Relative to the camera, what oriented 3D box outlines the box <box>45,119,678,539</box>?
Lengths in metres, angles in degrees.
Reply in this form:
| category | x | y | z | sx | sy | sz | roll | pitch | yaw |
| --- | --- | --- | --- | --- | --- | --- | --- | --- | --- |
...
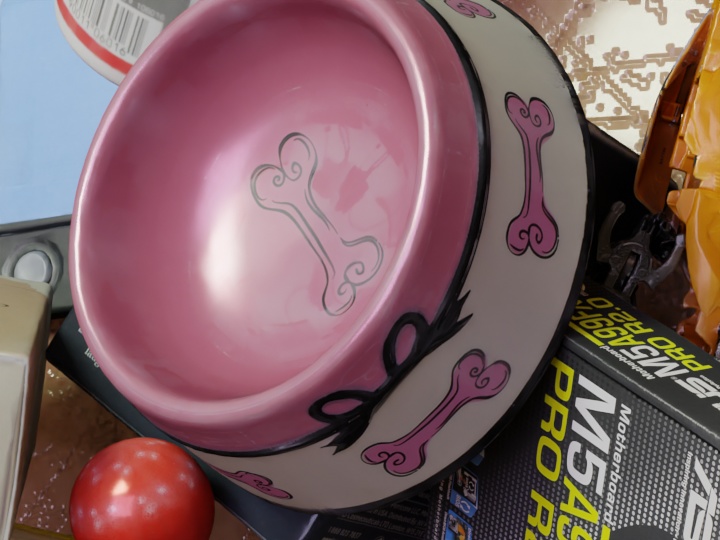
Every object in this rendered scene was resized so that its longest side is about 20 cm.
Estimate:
| category | x | y | z | sx | sy | sz | roll | pitch | yaw |
| --- | --- | --- | --- | --- | --- | --- | --- | --- | --- |
| box | 0.000 | 0.000 | 0.987 | 0.148 | 0.107 | 0.200 | 37 | 97 | 29 |

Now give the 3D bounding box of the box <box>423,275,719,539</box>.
| category | x | y | z | sx | sy | sz | roll | pitch | yaw |
| --- | --- | --- | --- | --- | --- | --- | --- | --- | --- |
| box | 0.083 | 0.115 | 0.876 | 0.160 | 0.044 | 0.200 | 37 | 127 | 50 |

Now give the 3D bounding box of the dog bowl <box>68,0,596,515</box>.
| category | x | y | z | sx | sy | sz | roll | pitch | yaw |
| --- | --- | --- | --- | --- | --- | --- | --- | --- | --- |
| dog bowl | -0.020 | -0.018 | 0.876 | 0.200 | 0.074 | 0.200 | -14 | 67 | 36 |

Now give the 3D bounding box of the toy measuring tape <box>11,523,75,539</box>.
| category | x | y | z | sx | sy | sz | roll | pitch | yaw |
| --- | --- | --- | --- | --- | --- | --- | --- | --- | --- |
| toy measuring tape | -0.125 | 0.140 | 0.994 | 0.074 | 0.200 | 0.074 | -40 | 41 | 48 |

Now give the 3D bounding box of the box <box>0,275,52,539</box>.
| category | x | y | z | sx | sy | sz | roll | pitch | yaw |
| --- | --- | --- | --- | --- | --- | --- | --- | --- | --- |
| box | -0.172 | 0.049 | 0.964 | 0.095 | 0.200 | 0.078 | 8 | 96 | -7 |

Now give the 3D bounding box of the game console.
| category | x | y | z | sx | sy | sz | roll | pitch | yaw |
| --- | --- | --- | --- | --- | --- | --- | --- | --- | --- |
| game console | -0.171 | -0.083 | 1.087 | 0.176 | 0.116 | 0.200 | -7 | 76 | 25 |

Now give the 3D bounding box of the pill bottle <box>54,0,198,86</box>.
| category | x | y | z | sx | sy | sz | roll | pitch | yaw |
| --- | --- | --- | --- | --- | --- | --- | --- | --- | --- |
| pill bottle | -0.048 | -0.172 | 0.995 | 0.114 | 0.114 | 0.200 | 45 | 133 | 27 |

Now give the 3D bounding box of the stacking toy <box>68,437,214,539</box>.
| category | x | y | z | sx | sy | sz | roll | pitch | yaw |
| --- | --- | --- | --- | --- | --- | --- | --- | --- | --- |
| stacking toy | -0.062 | 0.157 | 0.942 | 0.085 | 0.085 | 0.200 | -12 | 108 | 24 |

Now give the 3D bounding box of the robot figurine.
| category | x | y | z | sx | sy | sz | roll | pitch | yaw |
| --- | --- | --- | --- | --- | --- | --- | --- | --- | --- |
| robot figurine | 0.159 | -0.011 | 0.923 | 0.145 | 0.058 | 0.200 | 16 | 85 | 4 |
